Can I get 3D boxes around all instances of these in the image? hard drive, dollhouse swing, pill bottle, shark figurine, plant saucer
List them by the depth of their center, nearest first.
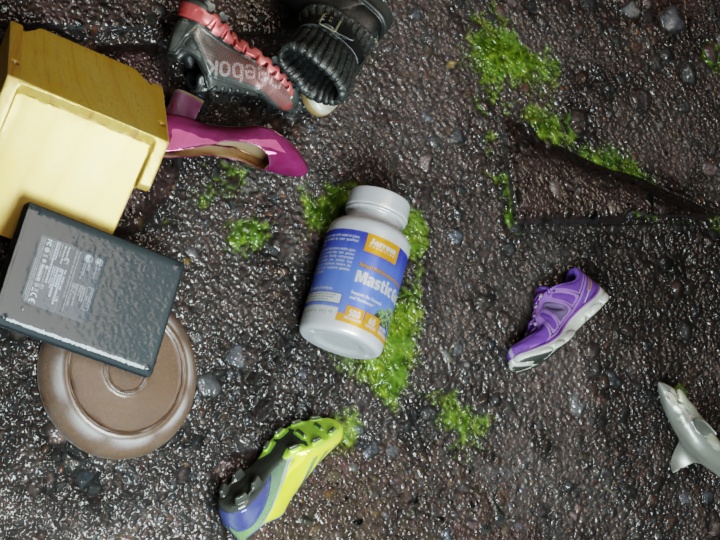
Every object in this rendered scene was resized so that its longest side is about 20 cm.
[{"bbox_3d":[-0.310,0.024,1.629,0.198,0.033,0.142,22,74,-25],"label":"hard drive"},{"bbox_3d":[-0.278,0.119,1.673,0.198,0.032,0.204,5,79,-30],"label":"plant saucer"},{"bbox_3d":[-0.352,-0.145,1.674,0.198,0.177,0.183,20,30,-25],"label":"dollhouse swing"},{"bbox_3d":[0.000,0.000,1.808,0.111,0.112,0.203,24,71,-24],"label":"pill bottle"},{"bbox_3d":[0.490,0.272,2.054,0.089,0.215,0.128,-39,139,8],"label":"shark figurine"}]

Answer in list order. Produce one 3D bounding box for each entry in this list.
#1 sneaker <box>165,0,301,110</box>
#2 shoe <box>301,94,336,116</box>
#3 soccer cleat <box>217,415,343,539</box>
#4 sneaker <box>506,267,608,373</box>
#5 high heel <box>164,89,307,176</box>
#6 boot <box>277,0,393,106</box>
[{"bbox_3d":[-0.163,-0.249,1.784,0.200,0.071,0.099,36,82,-31],"label":"sneaker"},{"bbox_3d":[-0.024,-0.296,1.880,0.069,0.053,0.202,29,68,-22],"label":"shoe"},{"bbox_3d":[-0.096,0.252,1.748,0.199,0.064,0.085,-37,130,-34],"label":"soccer cleat"},{"bbox_3d":[0.259,0.068,1.982,0.084,0.081,0.200,47,53,4],"label":"sneaker"},{"bbox_3d":[-0.163,-0.139,1.762,0.198,0.068,0.097,24,60,-9],"label":"high heel"},{"bbox_3d":[-0.074,-0.315,1.800,0.209,0.080,0.159,30,58,7],"label":"boot"}]
